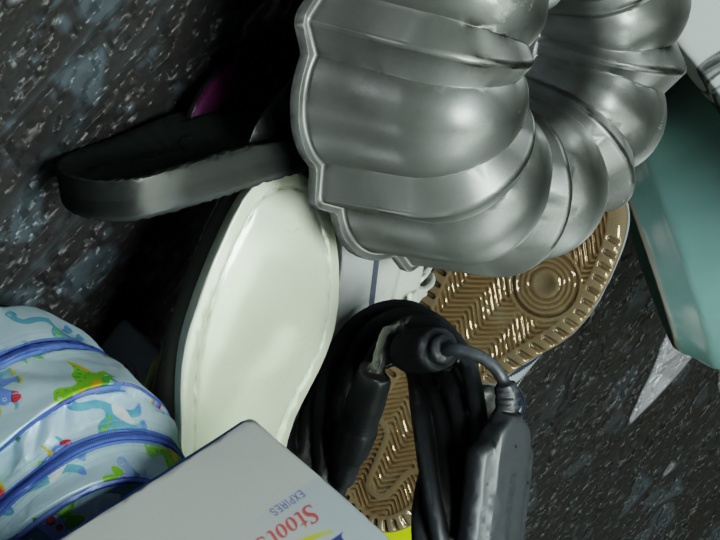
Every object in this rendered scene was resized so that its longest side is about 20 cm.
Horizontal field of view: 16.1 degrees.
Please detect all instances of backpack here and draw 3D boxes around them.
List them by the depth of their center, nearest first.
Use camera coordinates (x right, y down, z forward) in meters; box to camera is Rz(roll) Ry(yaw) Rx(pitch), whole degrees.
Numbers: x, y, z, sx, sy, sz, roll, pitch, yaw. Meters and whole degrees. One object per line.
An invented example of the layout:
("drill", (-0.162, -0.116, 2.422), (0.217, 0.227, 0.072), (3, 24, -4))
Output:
("backpack", (-0.158, 0.111, 0.994), (0.201, 0.153, 0.163), (-60, 148, -13))

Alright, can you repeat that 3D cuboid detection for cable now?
("cable", (0.007, 0.114, 1.034), (0.051, 0.163, 0.201), (2, 96, -31))

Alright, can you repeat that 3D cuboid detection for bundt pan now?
("bundt pan", (0.064, -0.088, 1.004), (0.201, 0.075, 0.203), (-28, 128, -44))

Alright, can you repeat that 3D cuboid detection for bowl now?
("bowl", (0.191, -0.030, 1.302), (0.104, 0.202, 0.201), (-19, 150, 3))

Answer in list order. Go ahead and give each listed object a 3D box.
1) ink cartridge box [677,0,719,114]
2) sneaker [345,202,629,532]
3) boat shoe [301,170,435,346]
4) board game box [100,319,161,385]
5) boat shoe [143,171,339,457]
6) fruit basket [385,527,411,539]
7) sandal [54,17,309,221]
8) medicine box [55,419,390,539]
("ink cartridge box", (0.218, -0.112, 1.114), (0.145, 0.200, 0.084), (-39, 174, 7))
("sneaker", (0.064, 0.029, 1.198), (0.200, 0.070, 0.108), (-55, 170, 17))
("boat shoe", (0.000, 0.000, 1.121), (0.065, 0.072, 0.200), (-23, 150, -18))
("board game box", (-0.110, 0.145, 1.160), (0.200, 0.041, 0.199), (-51, 144, -1))
("boat shoe", (-0.059, 0.050, 1.053), (0.072, 0.060, 0.203), (-2, 110, -33))
("fruit basket", (0.003, 0.183, 1.294), (0.216, 0.215, 0.156), (-44, 152, -13))
("sandal", (-0.034, -0.070, 1.020), (0.200, 0.075, 0.048), (-24, 116, -40))
("medicine box", (-0.086, 0.186, 0.950), (0.182, 0.103, 0.201), (-31, 150, -38))
